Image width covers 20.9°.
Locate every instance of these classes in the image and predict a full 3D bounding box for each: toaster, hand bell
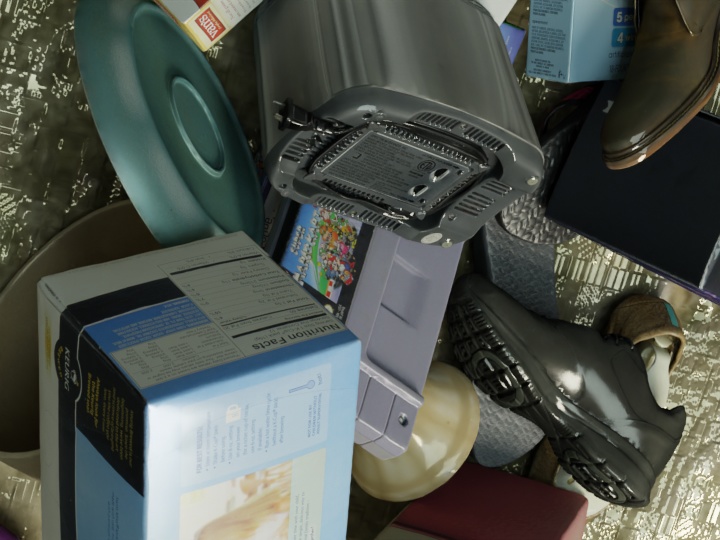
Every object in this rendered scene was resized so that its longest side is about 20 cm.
[{"bbox_3d":[0.012,-0.106,1.167,0.199,0.130,0.113,16,140,-37],"label":"toaster"},{"bbox_3d":[-0.014,0.061,1.252,0.104,0.104,0.200,-46,136,0],"label":"hand bell"}]

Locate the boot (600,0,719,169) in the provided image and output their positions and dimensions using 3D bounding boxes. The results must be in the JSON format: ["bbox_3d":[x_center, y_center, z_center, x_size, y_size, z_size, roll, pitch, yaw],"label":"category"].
[{"bbox_3d":[0.182,-0.162,1.207,0.097,0.074,0.201,46,62,-27],"label":"boot"}]

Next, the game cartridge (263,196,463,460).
[{"bbox_3d":[0.000,0.000,1.208,0.129,0.038,0.201,38,51,-28],"label":"game cartridge"}]

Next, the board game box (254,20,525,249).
[{"bbox_3d":[0.010,-0.091,1.286,0.135,0.034,0.201,19,99,-23],"label":"board game box"}]

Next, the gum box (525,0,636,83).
[{"bbox_3d":[0.186,-0.226,1.261,0.169,0.044,0.202,-8,106,-38],"label":"gum box"}]

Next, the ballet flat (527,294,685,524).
[{"bbox_3d":[0.177,0.115,1.385,0.067,0.072,0.201,23,98,-24],"label":"ballet flat"}]

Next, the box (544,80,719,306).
[{"bbox_3d":[0.246,-0.031,1.289,0.199,0.148,0.105,23,94,-42],"label":"box"}]

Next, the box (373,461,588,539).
[{"bbox_3d":[0.072,0.223,1.304,0.108,0.200,0.129,14,105,15],"label":"box"}]

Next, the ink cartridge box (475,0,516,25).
[{"bbox_3d":[0.071,-0.275,1.244,0.162,0.050,0.201,41,70,-20],"label":"ink cartridge box"}]

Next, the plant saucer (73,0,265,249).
[{"bbox_3d":[-0.106,-0.082,1.164,0.027,0.201,0.201,-24,115,15],"label":"plant saucer"}]

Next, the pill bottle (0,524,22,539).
[{"bbox_3d":[-0.285,0.189,1.235,0.200,0.112,0.113,40,91,-24],"label":"pill bottle"}]

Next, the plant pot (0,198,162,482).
[{"bbox_3d":[-0.117,0.089,1.236,0.187,0.187,0.200,-45,126,-1],"label":"plant pot"}]

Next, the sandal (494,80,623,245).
[{"bbox_3d":[0.157,-0.093,1.328,0.200,0.045,0.075,-47,124,-20],"label":"sandal"}]

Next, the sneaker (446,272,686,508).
[{"bbox_3d":[0.138,0.067,1.314,0.200,0.076,0.091,46,70,-15],"label":"sneaker"}]

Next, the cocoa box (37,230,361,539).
[{"bbox_3d":[-0.091,0.104,1.062,0.133,0.131,0.201,-15,126,-30],"label":"cocoa box"}]

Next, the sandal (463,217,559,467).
[{"bbox_3d":[0.103,0.035,1.359,0.076,0.043,0.202,1,97,-26],"label":"sandal"}]

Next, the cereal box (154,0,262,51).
[{"bbox_3d":[-0.063,-0.243,1.161,0.200,0.144,0.040,-42,149,-3],"label":"cereal box"}]
